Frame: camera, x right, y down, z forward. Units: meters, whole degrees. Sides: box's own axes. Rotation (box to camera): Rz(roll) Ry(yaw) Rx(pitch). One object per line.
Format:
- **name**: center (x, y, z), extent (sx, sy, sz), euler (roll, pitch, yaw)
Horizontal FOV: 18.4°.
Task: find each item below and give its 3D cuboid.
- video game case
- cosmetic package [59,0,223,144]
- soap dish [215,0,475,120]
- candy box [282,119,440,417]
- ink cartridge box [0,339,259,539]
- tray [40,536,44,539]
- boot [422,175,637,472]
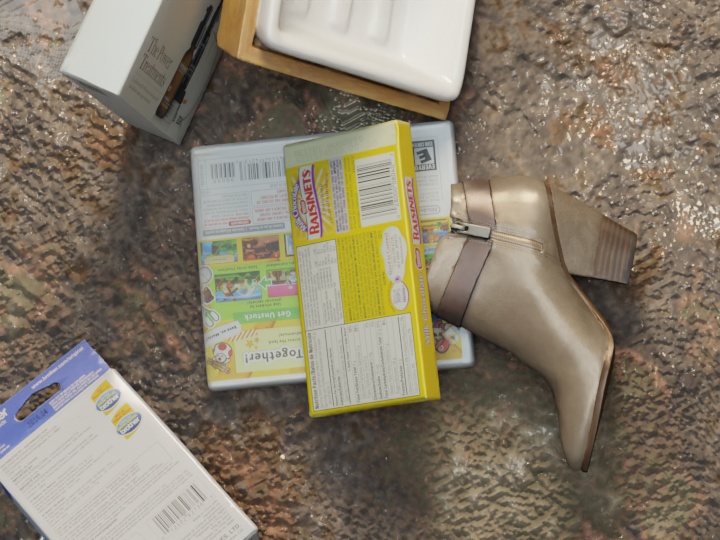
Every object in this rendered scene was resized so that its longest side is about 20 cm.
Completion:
- **video game case**: center (-0.022, -0.011, 1.641), extent (0.199, 0.023, 0.183), euler (-6, 83, 6)
- **cosmetic package**: center (-0.138, -0.182, 1.584), extent (0.051, 0.200, 0.152), euler (22, 87, 9)
- **soap dish**: center (-0.009, -0.205, 1.586), extent (0.081, 0.199, 0.158), euler (3, 83, 49)
- **candy box**: center (0.000, 0.000, 1.594), extent (0.102, 0.026, 0.201), euler (-10, 82, 34)
- **ink cartridge box**: center (-0.181, 0.160, 1.612), extent (0.119, 0.042, 0.200), euler (-40, 75, -14)
- **tray**: center (-0.217, 0.297, 1.623), extent (0.107, 0.022, 0.201), euler (21, 87, 10)
- **boot**: center (0.113, 0.033, 1.589), extent (0.145, 0.070, 0.201), euler (11, 78, 2)
